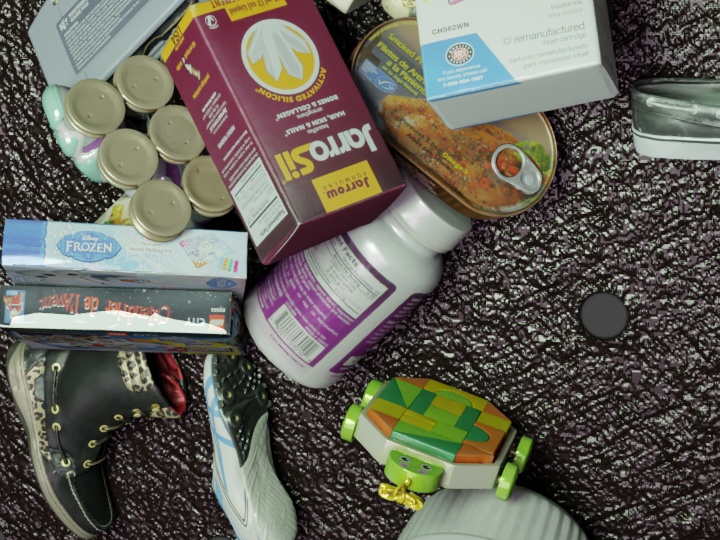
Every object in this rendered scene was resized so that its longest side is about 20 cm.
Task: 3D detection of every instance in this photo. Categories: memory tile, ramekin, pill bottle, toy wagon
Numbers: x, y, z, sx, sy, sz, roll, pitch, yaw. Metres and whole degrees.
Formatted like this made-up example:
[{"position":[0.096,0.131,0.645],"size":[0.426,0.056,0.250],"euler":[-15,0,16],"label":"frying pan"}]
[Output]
[{"position":[-0.133,-0.121,1.525],"size":[0.154,0.199,0.017],"euler":[55,149,7],"label":"memory tile"},{"position":[0.116,0.276,1.622],"size":[0.199,0.105,0.201],"euler":[13,133,14],"label":"ramekin"},{"position":[0.000,0.000,1.602],"size":[0.112,0.112,0.200],"euler":[46,112,-1],"label":"pill bottle"},{"position":[0.062,0.148,1.578],"size":[0.154,0.200,0.040],"euler":[20,108,10],"label":"toy wagon"}]

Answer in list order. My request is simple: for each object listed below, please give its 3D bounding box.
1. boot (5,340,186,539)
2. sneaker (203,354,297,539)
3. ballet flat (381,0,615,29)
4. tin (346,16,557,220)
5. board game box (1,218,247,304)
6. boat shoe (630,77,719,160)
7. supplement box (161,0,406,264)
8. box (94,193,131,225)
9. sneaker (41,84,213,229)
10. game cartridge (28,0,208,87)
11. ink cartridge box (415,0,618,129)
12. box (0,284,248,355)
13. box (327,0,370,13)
[{"position":[-0.234,0.144,1.734],"size":[0.150,0.073,0.202],"euler":[-16,95,19],"label":"boot"},{"position":[-0.114,0.168,1.708],"size":[0.072,0.072,0.202],"euler":[-9,98,38],"label":"sneaker"},{"position":[0.112,-0.223,1.534],"size":[0.198,0.057,0.067],"euler":[7,106,14],"label":"ballet flat"},{"position":[0.074,-0.125,1.545],"size":[0.200,0.042,0.112],"euler":[39,77,-10],"label":"tin"},{"position":[-0.196,-0.003,1.584],"size":[0.197,0.200,0.044],"euler":[4,81,-5],"label":"board game box"},{"position":[0.316,-0.132,1.494],"size":[0.198,0.074,0.069],"euler":[3,121,24],"label":"boat shoe"},{"position":[-0.063,-0.123,1.494],"size":[0.201,0.110,0.086],"euler":[63,150,10],"label":"supplement box"},{"position":[-0.182,-0.071,1.671],"size":[0.200,0.041,0.039],"euler":[-41,94,21],"label":"box"},{"position":[-0.165,-0.120,1.569],"size":[0.139,0.078,0.200],"euler":[-35,134,12],"label":"sneaker"},{"position":[-0.202,-0.234,1.595],"size":[0.200,0.041,0.134],"euler":[-41,58,22],"label":"game cartridge"},{"position":[0.117,-0.230,1.472],"size":[0.143,0.085,0.202],"euler":[-11,73,16],"label":"ink cartridge box"},{"position":[-0.202,0.044,1.614],"size":[0.198,0.137,0.038],"euler":[2,80,3],"label":"box"},{"position":[-0.059,-0.308,1.540],"size":[0.200,0.095,0.078],"euler":[38,112,4],"label":"box"}]
